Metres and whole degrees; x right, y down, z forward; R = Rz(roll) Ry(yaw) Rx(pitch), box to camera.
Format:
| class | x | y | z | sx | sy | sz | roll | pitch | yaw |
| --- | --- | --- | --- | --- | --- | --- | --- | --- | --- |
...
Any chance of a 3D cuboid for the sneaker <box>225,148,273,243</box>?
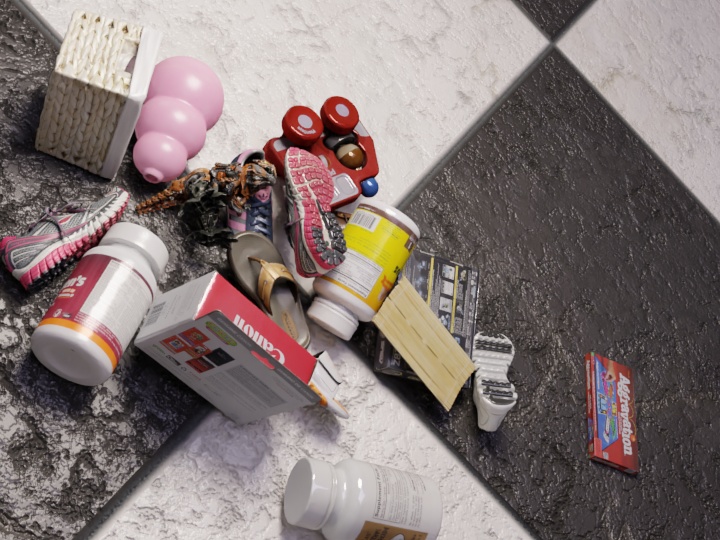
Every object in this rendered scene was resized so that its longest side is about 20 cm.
| class | x | y | z | sx | sy | sz | roll | pitch | yaw |
| --- | --- | --- | --- | --- | --- | --- | --- | --- | --- |
| sneaker | -0.162 | -0.090 | 1.456 | 0.070 | 0.082 | 0.202 | -2 | 69 | -33 |

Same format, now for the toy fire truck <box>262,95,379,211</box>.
| class | x | y | z | sx | sy | sz | roll | pitch | yaw |
| --- | --- | --- | --- | --- | --- | --- | --- | --- | --- |
| toy fire truck | -0.053 | -0.176 | 1.553 | 0.199 | 0.112 | 0.169 | -23 | 75 | -39 |

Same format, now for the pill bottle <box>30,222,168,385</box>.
| class | x | y | z | sx | sy | sz | roll | pitch | yaw |
| --- | --- | --- | --- | --- | --- | --- | --- | --- | --- |
| pill bottle | -0.332 | 0.040 | 1.250 | 0.109 | 0.109 | 0.201 | 33 | 51 | -14 |

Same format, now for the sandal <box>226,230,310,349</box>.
| class | x | y | z | sx | sy | sz | roll | pitch | yaw |
| --- | --- | --- | --- | --- | --- | --- | --- | --- | --- |
| sandal | -0.126 | 0.032 | 1.407 | 0.081 | 0.054 | 0.202 | -24 | 92 | -30 |

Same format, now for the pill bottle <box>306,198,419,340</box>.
| class | x | y | z | sx | sy | sz | roll | pitch | yaw |
| --- | --- | --- | --- | --- | --- | --- | --- | --- | --- |
| pill bottle | 0.000 | 0.000 | 1.459 | 0.109 | 0.109 | 0.201 | 33 | 80 | -14 |

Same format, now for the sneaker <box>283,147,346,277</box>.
| class | x | y | z | sx | sy | sz | roll | pitch | yaw |
| --- | --- | --- | --- | --- | --- | --- | --- | --- | --- |
| sneaker | -0.084 | -0.088 | 1.416 | 0.080 | 0.074 | 0.202 | 8 | 61 | -41 |

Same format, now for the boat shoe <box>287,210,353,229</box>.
| class | x | y | z | sx | sy | sz | roll | pitch | yaw |
| --- | --- | --- | --- | --- | --- | --- | --- | --- | --- |
| boat shoe | -0.020 | -0.065 | 1.547 | 0.199 | 0.068 | 0.073 | 19 | 55 | -24 |

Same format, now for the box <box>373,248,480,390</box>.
| class | x | y | z | sx | sy | sz | roll | pitch | yaw |
| --- | --- | --- | --- | --- | --- | --- | --- | --- | --- |
| box | 0.109 | 0.077 | 1.535 | 0.160 | 0.049 | 0.202 | 17 | 71 | -29 |

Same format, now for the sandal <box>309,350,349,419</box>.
| class | x | y | z | sx | sy | sz | roll | pitch | yaw |
| --- | --- | --- | --- | --- | --- | --- | --- | --- | --- |
| sandal | -0.076 | 0.129 | 1.373 | 0.059 | 0.079 | 0.207 | -46 | 100 | -13 |

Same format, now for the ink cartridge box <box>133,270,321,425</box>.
| class | x | y | z | sx | sy | sz | roll | pitch | yaw |
| --- | --- | --- | --- | --- | --- | --- | --- | --- | --- |
| ink cartridge box | -0.159 | 0.101 | 1.256 | 0.200 | 0.175 | 0.084 | 44 | 46 | -28 |

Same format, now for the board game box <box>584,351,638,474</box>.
| class | x | y | z | sx | sy | sz | roll | pitch | yaw |
| --- | --- | --- | --- | --- | --- | --- | --- | --- | --- |
| board game box | 0.446 | 0.252 | 1.713 | 0.102 | 0.019 | 0.202 | 23 | 54 | -23 |

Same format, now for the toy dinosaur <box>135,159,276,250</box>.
| class | x | y | z | sx | sy | sz | roll | pitch | yaw |
| --- | --- | --- | --- | --- | --- | --- | --- | --- | --- |
| toy dinosaur | -0.219 | -0.104 | 1.398 | 0.102 | 0.199 | 0.136 | 51 | 17 | -38 |

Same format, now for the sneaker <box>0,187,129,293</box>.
| class | x | y | z | sx | sy | sz | roll | pitch | yaw |
| --- | --- | --- | --- | --- | --- | --- | --- | --- | --- |
| sneaker | -0.389 | -0.058 | 1.288 | 0.075 | 0.081 | 0.200 | 45 | 49 | 0 |

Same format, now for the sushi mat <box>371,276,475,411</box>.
| class | x | y | z | sx | sy | sz | roll | pitch | yaw |
| --- | --- | --- | --- | --- | --- | --- | --- | --- | --- |
| sushi mat | 0.099 | 0.112 | 1.476 | 0.200 | 0.012 | 0.096 | 51 | 59 | -19 |

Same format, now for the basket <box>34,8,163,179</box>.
| class | x | y | z | sx | sy | sz | roll | pitch | yaw |
| --- | --- | --- | --- | --- | --- | --- | --- | --- | --- |
| basket | -0.366 | -0.245 | 1.334 | 0.122 | 0.200 | 0.137 | 18 | 55 | -19 |

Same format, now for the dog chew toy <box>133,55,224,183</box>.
| class | x | y | z | sx | sy | sz | roll | pitch | yaw |
| --- | --- | --- | --- | --- | --- | --- | --- | --- | --- |
| dog chew toy | -0.279 | -0.219 | 1.433 | 0.124 | 0.124 | 0.202 | 26 | 61 | -19 |

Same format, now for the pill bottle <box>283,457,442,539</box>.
| class | x | y | z | sx | sy | sz | roll | pitch | yaw |
| --- | --- | --- | --- | --- | --- | --- | --- | --- | --- |
| pill bottle | 0.003 | 0.319 | 1.312 | 0.198 | 0.114 | 0.115 | 18 | 55 | -24 |

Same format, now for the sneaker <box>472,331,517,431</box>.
| class | x | y | z | sx | sy | sz | roll | pitch | yaw |
| --- | --- | --- | --- | --- | --- | --- | --- | --- | --- |
| sneaker | 0.210 | 0.176 | 1.568 | 0.074 | 0.082 | 0.201 | 10 | 36 | 1 |
